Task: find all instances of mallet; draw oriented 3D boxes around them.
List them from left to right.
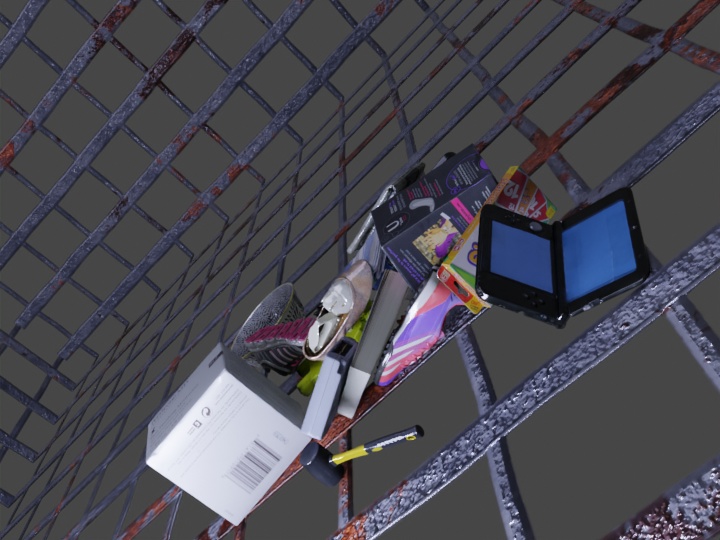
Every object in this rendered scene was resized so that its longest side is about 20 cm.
[{"bbox_3d":[-0.003,0.242,1.001,0.199,0.066,0.042,-35,27,35],"label":"mallet"}]

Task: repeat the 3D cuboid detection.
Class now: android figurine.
[{"bbox_3d":[-0.043,0.136,1.327,0.200,0.041,0.183,-46,19,14],"label":"android figurine"}]

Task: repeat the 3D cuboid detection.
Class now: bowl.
[{"bbox_3d":[-0.175,0.134,1.535,0.200,0.094,0.202,-43,20,20],"label":"bowl"}]

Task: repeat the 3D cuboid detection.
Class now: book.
[{"bbox_3d":[0.020,0.116,1.157,0.135,0.047,0.202,107,-175,-49],"label":"book"}]

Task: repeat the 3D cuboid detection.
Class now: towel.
[{"bbox_3d":[0.000,0.000,1.281,0.200,0.023,0.149,-51,20,50],"label":"towel"},{"bbox_3d":[0.048,-0.112,1.426,0.202,0.034,0.193,-61,-8,30],"label":"towel"}]

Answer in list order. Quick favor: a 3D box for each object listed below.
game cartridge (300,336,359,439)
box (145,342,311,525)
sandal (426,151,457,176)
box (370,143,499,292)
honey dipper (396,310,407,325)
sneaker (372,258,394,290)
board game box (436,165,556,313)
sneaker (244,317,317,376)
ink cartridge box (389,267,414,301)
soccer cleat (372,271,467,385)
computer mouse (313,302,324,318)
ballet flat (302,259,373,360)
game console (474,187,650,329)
[{"bbox_3d":[-0.045,0.179,1.104,0.200,0.040,0.136,-22,-53,-83],"label":"game cartridge"},{"bbox_3d":[-0.221,0.270,1.219,0.200,0.200,0.131,-49,20,0],"label":"box"},{"bbox_3d":[0.131,-0.138,1.416,0.045,0.075,0.201,48,111,28],"label":"sandal"},{"bbox_3d":[0.130,-0.082,1.137,0.198,0.106,0.123,-32,30,12],"label":"box"},{"bbox_3d":[0.136,0.020,1.157,0.200,0.038,0.038,-48,19,-1],"label":"honey dipper"},{"bbox_3d":[0.079,-0.048,1.343,0.201,0.078,0.089,-51,17,-7],"label":"sneaker"},{"bbox_3d":[0.197,-0.042,1.047,0.201,0.095,0.030,-53,21,-10],"label":"board game box"},{"bbox_3d":[-0.121,0.146,1.335,0.197,0.089,0.074,-11,23,34],"label":"sneaker"},{"bbox_3d":[0.124,-0.016,1.246,0.199,0.039,0.100,-39,23,24],"label":"ink cartridge box"},{"bbox_3d":[0.084,0.101,1.086,0.202,0.072,0.068,-62,-2,20],"label":"soccer cleat"},{"bbox_3d":[-0.003,0.024,1.425,0.200,0.044,0.110,-42,-4,17],"label":"computer mouse"},{"bbox_3d":[-0.040,0.071,1.184,0.068,0.067,0.202,42,121,33],"label":"ballet flat"},{"bbox_3d":[0.246,-0.039,0.918,0.201,0.173,0.118,-74,3,-51],"label":"game console"}]
